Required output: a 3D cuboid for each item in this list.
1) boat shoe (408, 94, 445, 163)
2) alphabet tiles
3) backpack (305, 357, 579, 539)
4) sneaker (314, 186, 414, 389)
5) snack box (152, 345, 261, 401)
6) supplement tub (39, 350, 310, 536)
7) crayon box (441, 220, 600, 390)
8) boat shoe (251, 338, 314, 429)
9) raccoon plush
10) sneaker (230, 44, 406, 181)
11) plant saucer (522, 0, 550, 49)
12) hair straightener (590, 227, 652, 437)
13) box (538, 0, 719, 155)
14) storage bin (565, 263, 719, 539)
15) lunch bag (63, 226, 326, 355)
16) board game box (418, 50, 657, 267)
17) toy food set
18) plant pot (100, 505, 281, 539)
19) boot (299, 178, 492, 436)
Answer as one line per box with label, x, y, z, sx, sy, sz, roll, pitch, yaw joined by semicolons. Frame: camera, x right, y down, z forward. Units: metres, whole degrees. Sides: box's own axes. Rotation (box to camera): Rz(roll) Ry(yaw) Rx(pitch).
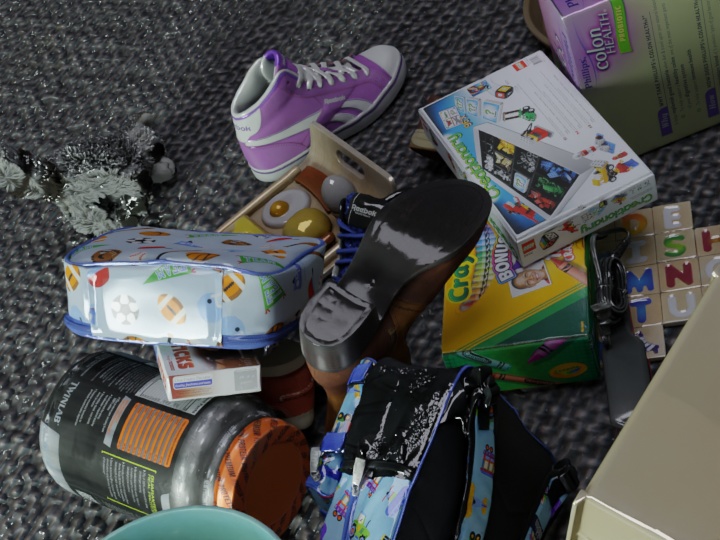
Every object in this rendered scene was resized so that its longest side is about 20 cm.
boat shoe;0.136;-0.126;1.267;0.199;0.072;0.072;13;84;40
alphabet tiles;0.214;0.013;1.158;0.199;0.008;0.168;-9;45;16
backpack;0.042;0.181;0.954;0.134;0.183;0.201;3;60;37
sneaker;0.000;-0.001;1.184;0.080;0.116;0.200;16;56;36
snack box;-0.132;0.056;1.131;0.071;0.025;0.200;-6;18;-13
supplement tub;-0.146;0.142;1.103;0.199;0.123;0.123;14;55;33
crayon box;0.133;0.004;1.154;0.118;0.058;0.201;-9;45;15
boat shoe;-0.109;0.085;1.184;0.071;0.063;0.199;-30;27;-34
raccoon plush;-0.275;-0.124;1.390;0.097;0.199;0.135;-41;34;29
sneaker;-0.041;-0.186;1.387;0.200;0.115;0.073;-40;44;-19
plant saucer;0.262;-0.273;1.401;0.199;0.030;0.201;-12;45;12
hair straightener;0.203;0.038;1.075;0.041;0.077;0.201;-8;50;17
box;0.271;-0.214;1.231;0.199;0.176;0.097;-22;43;3
storage bin;0.216;0.137;0.902;0.093;0.199;0.200;26;61;20
lunch bag;-0.125;0.010;1.114;0.198;0.076;0.160;6;13;17
board game box;0.145;-0.100;1.179;0.126;0.035;0.200;-26;45;-4
toy food set;-0.079;-0.047;1.300;0.200;0.061;0.143;-39;45;-12
plant pot;-0.100;0.282;0.915;0.199;0.161;0.201;-13;46;14
boot;0.035;0.043;1.075;0.068;0.200;0.189;30;67;22
